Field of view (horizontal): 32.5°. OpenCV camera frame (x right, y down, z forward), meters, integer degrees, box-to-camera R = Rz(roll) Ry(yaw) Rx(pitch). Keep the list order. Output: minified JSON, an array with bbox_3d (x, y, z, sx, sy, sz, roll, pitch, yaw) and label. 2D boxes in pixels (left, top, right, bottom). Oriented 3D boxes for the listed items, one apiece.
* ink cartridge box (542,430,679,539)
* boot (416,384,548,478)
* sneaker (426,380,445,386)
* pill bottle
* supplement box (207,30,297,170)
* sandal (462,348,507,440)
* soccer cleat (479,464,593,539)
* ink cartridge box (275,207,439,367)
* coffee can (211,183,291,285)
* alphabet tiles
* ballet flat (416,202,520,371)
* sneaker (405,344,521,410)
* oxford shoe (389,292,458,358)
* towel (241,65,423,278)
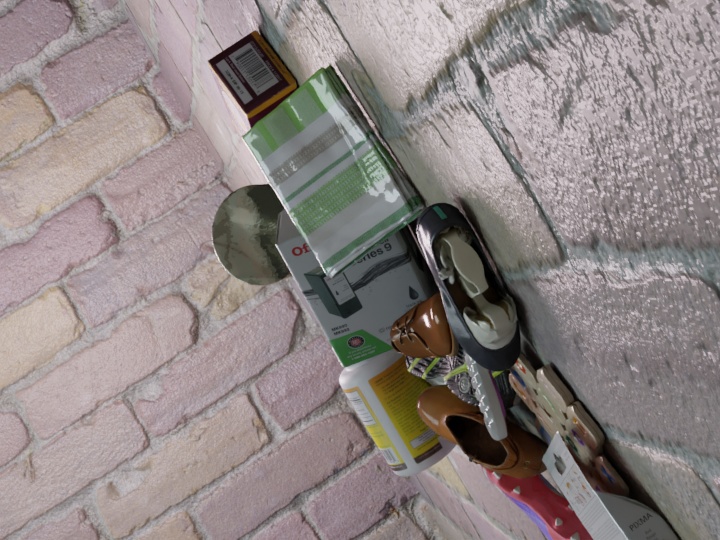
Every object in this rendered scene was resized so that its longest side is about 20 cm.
[{"bbox_3d":[0.269,0.256,1.281,0.201,0.050,0.162,59,172,17],"label":"ink cartridge box"},{"bbox_3d":[0.129,0.186,1.487,0.198,0.075,0.154,22,-178,29],"label":"boot"},{"bbox_3d":[0.140,0.149,1.632,0.201,0.073,0.080,58,152,-6],"label":"sneaker"},{"bbox_3d":[0.044,0.169,1.673,0.201,0.109,0.109,59,172,-7],"label":"pill bottle"},{"bbox_3d":[-0.138,-0.232,1.766,0.111,0.085,0.200,54,172,23],"label":"supplement box"},{"bbox_3d":[0.140,0.085,1.376,0.082,0.049,0.205,-116,12,-85],"label":"sandal"},{"bbox_3d":[0.217,0.284,1.559,0.200,0.067,0.077,41,156,25],"label":"soccer cleat"},{"bbox_3d":[0.000,0.000,1.524,0.084,0.144,0.201,-89,-26,-58],"label":"ink cartridge box"},{"bbox_3d":[-0.123,-0.061,1.872,0.147,0.146,0.200,57,-164,3],"label":"coffee can"},{"bbox_3d":[0.224,0.173,1.332,0.196,0.015,0.200,52,171,24],"label":"alphabet tiles"},{"bbox_3d":[0.116,0.025,1.247,0.202,0.073,0.073,63,171,-19],"label":"ballet flat"},{"bbox_3d":[0.138,0.118,1.514,0.076,0.076,0.199,9,-170,-34],"label":"sneaker"},{"bbox_3d":[0.072,0.070,1.416,0.200,0.070,0.072,112,151,-73],"label":"oxford shoe"},{"bbox_3d":[-0.036,-0.111,1.412,0.201,0.149,0.031,56,-157,4],"label":"towel"}]
